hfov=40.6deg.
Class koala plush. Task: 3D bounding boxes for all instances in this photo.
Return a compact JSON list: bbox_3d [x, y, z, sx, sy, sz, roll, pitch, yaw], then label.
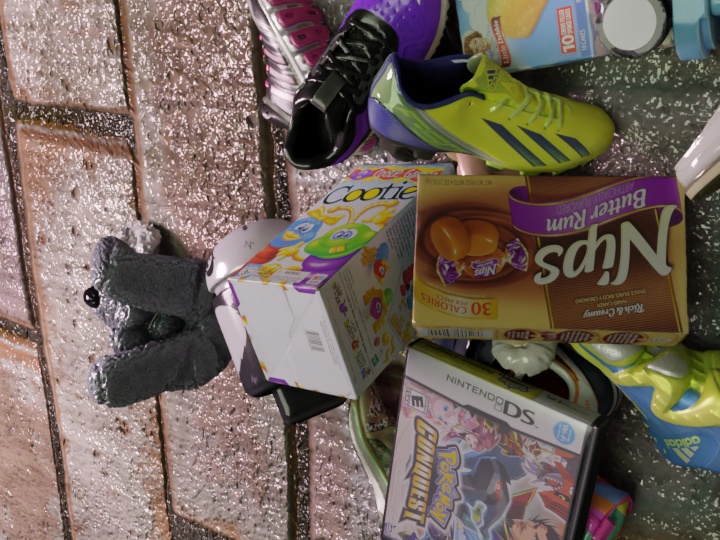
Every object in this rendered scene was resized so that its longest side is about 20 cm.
[{"bbox_3d":[-0.240,0.040,1.108,0.199,0.182,0.180,23,111,56],"label":"koala plush"}]

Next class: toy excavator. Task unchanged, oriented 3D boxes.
[{"bbox_3d":[0.257,-0.239,0.627,0.197,0.100,0.197,2,106,26],"label":"toy excavator"}]

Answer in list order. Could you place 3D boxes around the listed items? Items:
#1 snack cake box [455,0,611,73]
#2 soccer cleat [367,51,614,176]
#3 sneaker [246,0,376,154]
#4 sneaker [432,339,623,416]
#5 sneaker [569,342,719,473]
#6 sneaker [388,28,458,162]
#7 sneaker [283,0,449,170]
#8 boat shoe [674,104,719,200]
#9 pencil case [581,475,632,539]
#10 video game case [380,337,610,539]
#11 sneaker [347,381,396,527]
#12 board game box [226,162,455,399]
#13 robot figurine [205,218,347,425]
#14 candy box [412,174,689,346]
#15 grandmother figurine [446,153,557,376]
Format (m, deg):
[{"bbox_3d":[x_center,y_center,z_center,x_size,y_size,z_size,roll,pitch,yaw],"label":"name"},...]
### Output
[{"bbox_3d":[0.127,-0.256,0.735,0.114,0.067,0.203,-2,103,39],"label":"snack cake box"},{"bbox_3d":[0.104,-0.121,0.731,0.084,0.197,0.065,104,167,-46],"label":"soccer cleat"},{"bbox_3d":[-0.066,-0.184,0.917,0.087,0.074,0.202,-29,90,36],"label":"sneaker"},{"bbox_3d":[0.124,0.075,0.844,0.199,0.079,0.079,25,120,33],"label":"sneaker"},{"bbox_3d":[0.226,0.095,0.766,0.199,0.075,0.106,33,136,41],"label":"sneaker"},{"bbox_3d":[0.039,-0.196,0.840,0.077,0.075,0.203,35,131,57],"label":"sneaker"},{"bbox_3d":[-0.003,-0.153,0.759,0.069,0.099,0.201,37,126,10],"label":"sneaker"},{"bbox_3d":[0.279,-0.135,0.650,0.069,0.074,0.200,51,121,19],"label":"boat shoe"},{"bbox_3d":[0.138,0.178,0.858,0.199,0.088,0.089,31,123,25],"label":"pencil case"},{"bbox_3d":[0.104,0.180,0.819,0.179,0.025,0.203,21,115,32],"label":"video game case"},{"bbox_3d":[0.049,0.185,0.967,0.088,0.077,0.203,-19,90,11],"label":"sneaker"},{"bbox_3d":[0.000,0.000,0.826,0.102,0.200,0.106,5,125,39],"label":"board game box"},{"bbox_3d":[-0.080,0.049,0.968,0.150,0.124,0.202,-29,79,44],"label":"robot figurine"},{"bbox_3d":[0.140,-0.008,0.728,0.197,0.057,0.119,2,76,9],"label":"candy box"},{"bbox_3d":[0.115,-0.013,0.788,0.120,0.060,0.203,-23,69,35],"label":"grandmother figurine"}]
